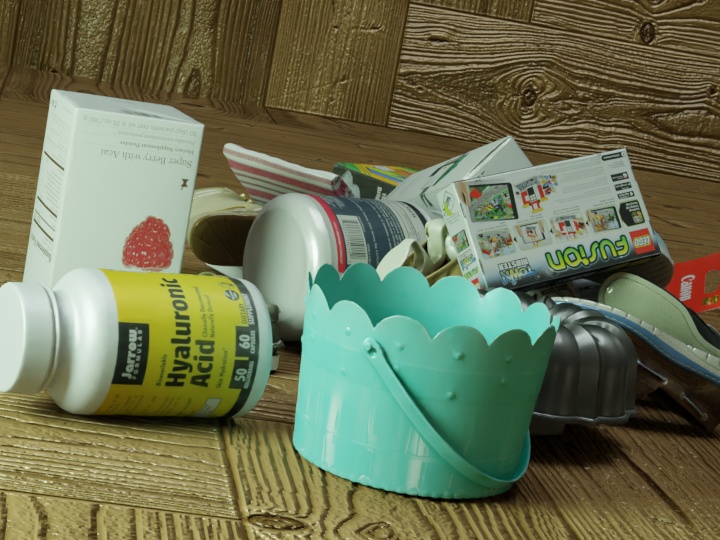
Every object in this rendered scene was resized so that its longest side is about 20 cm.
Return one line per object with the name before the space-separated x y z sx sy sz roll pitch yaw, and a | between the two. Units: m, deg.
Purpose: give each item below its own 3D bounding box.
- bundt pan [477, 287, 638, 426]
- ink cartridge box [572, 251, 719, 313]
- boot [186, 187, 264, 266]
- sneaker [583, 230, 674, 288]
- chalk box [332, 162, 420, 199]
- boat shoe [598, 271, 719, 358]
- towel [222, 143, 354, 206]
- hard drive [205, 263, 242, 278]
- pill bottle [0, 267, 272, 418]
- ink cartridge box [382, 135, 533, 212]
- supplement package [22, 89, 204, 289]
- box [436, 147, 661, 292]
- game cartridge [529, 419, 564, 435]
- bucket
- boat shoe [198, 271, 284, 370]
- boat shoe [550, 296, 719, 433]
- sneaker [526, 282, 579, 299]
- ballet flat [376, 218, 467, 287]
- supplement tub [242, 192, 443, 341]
bundt pan | 0.145 0.066 1.602 0.201 0.076 0.202 11 10 -2
ink cartridge box | 0.276 0.008 1.900 0.199 0.047 0.160 -13 18 17
boot | -0.098 -0.040 1.988 0.199 0.073 0.155 3 11 -18
sneaker | 0.209 -0.038 1.838 0.199 0.074 0.082 24 24 -12
chalk box | 0.064 -0.040 2.135 0.123 0.126 0.200 2 15 -39
boat shoe | 0.303 0.071 1.797 0.200 0.072 0.068 38 9 -10
towel | -0.053 -0.069 2.017 0.146 0.030 0.200 17 -22 29
hard drive | -0.060 0.012 2.005 0.131 0.027 0.200 3 13 -35
pill bottle | -0.177 0.055 1.430 0.199 0.112 0.111 4 13 -30
ink cartridge box | 0.120 -0.041 1.930 0.084 0.146 0.200 -43 13 -28
supplement package | -0.224 -0.049 1.684 0.121 0.201 0.120 6 11 -22
box | 0.176 -0.043 1.741 0.199 0.111 0.035 -12 -11 -29
game cartridge | 0.085 0.100 1.663 0.133 0.041 0.200 8 10 -36
bucket | 0.046 0.083 1.437 0.206 0.136 0.207 9 11 -2
boat shoe | -0.127 0.036 1.716 0.072 0.061 0.201 4 12 -30
boat shoe | 0.249 0.087 1.707 0.199 0.073 0.072 23 -11 -2
sneaker | 0.182 0.048 1.774 0.200 0.076 0.088 36 20 -3
ballet flat | 0.068 -0.011 1.723 0.068 0.063 0.200 8 37 43
supplement tub | 0.000 0.000 1.813 0.199 0.141 0.140 3 13 -36
